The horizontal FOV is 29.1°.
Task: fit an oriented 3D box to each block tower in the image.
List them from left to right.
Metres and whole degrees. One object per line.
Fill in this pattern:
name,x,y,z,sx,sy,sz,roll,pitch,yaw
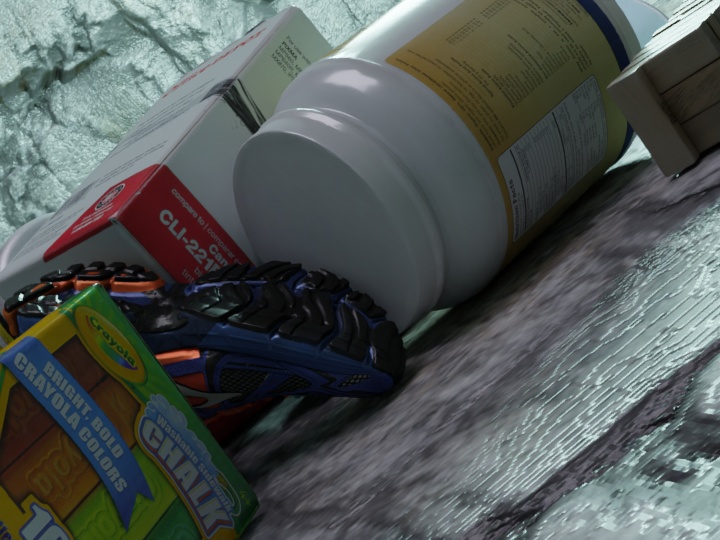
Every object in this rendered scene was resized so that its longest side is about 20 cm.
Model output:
block tower,0.190,-0.118,0.712,0.058,0.054,0.200,-32,9,38

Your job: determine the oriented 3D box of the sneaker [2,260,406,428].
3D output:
sneaker,-0.073,0.043,0.674,0.199,0.079,0.075,3,27,18

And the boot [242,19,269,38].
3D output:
boot,-0.071,-0.067,1.061,0.165,0.200,0.066,-37,7,-11

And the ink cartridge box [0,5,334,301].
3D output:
ink cartridge box,-0.099,-0.046,0.807,0.144,0.084,0.200,-21,28,47

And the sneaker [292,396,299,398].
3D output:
sneaker,0.000,0.000,0.801,0.091,0.078,0.200,-8,29,15

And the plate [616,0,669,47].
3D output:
plate,0.117,-0.126,0.937,0.199,0.026,0.201,-12,40,10

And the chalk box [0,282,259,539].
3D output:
chalk box,-0.134,0.099,0.566,0.124,0.125,0.200,-34,8,22

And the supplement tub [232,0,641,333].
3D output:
supplement tub,0.043,-0.069,0.731,0.200,0.145,0.144,-40,8,-33

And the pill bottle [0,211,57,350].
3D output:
pill bottle,-0.196,0.064,0.944,0.112,0.112,0.200,-42,-20,-40

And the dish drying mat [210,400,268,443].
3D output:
dish drying mat,-0.068,0.074,0.856,0.200,0.018,0.077,-39,8,-22
